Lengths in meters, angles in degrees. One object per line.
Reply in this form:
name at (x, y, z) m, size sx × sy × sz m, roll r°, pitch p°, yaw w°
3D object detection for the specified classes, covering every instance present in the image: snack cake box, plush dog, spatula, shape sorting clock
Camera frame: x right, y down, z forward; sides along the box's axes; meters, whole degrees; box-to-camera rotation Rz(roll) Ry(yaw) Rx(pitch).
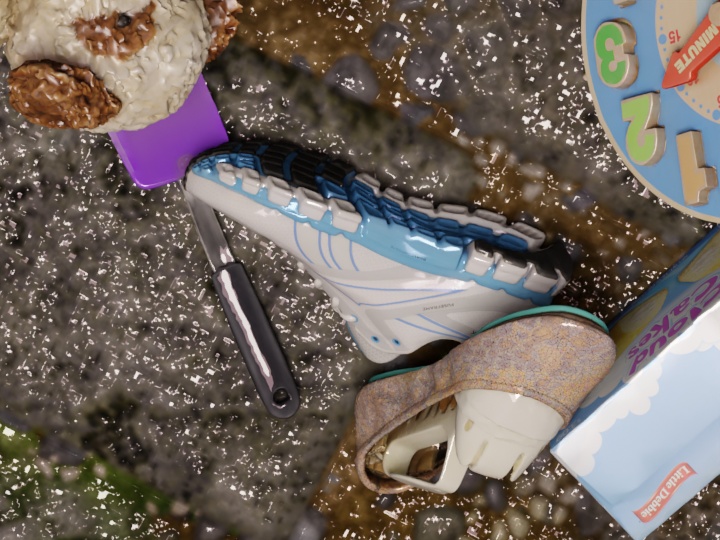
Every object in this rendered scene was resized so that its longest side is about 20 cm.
snack cake box at (0.184, 0.029, 1.323) m, size 0.200 × 0.115 × 0.067 m, roll -43°, pitch 98°, yaw 13°
plush dog at (-0.148, -0.139, 1.302) m, size 0.172 × 0.200 × 0.160 m, roll 47°, pitch 137°, yaw 3°
spatula at (-0.074, -0.015, 1.383) m, size 0.056 × 0.021 × 0.201 m, roll -25°, pitch 104°, yaw -7°
shape sorting clock at (0.180, -0.121, 1.273) m, size 0.199 × 0.039 × 0.201 m, roll 6°, pitch 98°, yaw 43°

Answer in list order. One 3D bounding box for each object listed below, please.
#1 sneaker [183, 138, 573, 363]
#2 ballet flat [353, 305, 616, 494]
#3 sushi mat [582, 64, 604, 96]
sneaker at (0.000, 0.000, 1.355) m, size 0.199 × 0.075 × 0.087 m, roll 21°, pitch 112°, yaw -3°
ballet flat at (0.058, 0.073, 1.316) m, size 0.068 × 0.200 × 0.068 m, roll 23°, pitch 66°, yaw -20°
sushi mat at (0.210, -0.128, 1.335) m, size 0.096 × 0.012 × 0.200 m, roll 44°, pitch 103°, yaw -7°
